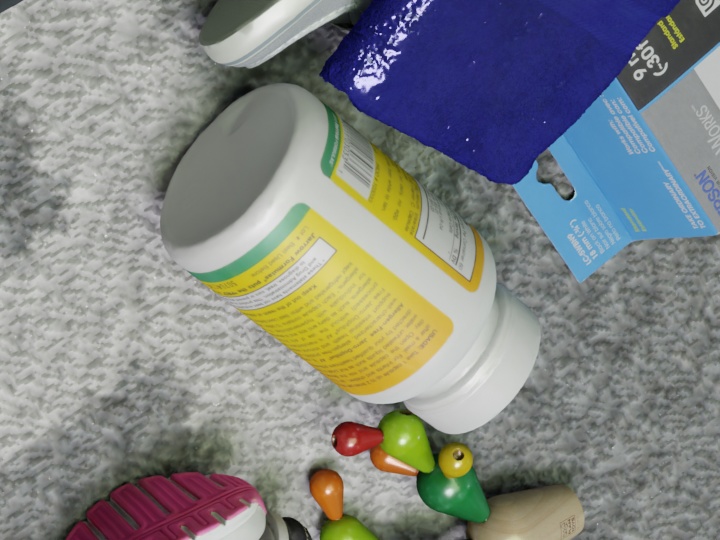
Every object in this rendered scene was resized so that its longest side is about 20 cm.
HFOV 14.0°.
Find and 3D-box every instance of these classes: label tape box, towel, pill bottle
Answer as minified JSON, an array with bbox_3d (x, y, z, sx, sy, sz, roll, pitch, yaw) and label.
[{"bbox_3d":[0.175,-0.098,1.630,0.200,0.063,0.144,-41,118,-8],"label":"label tape box"},{"bbox_3d":[0.087,-0.148,1.517,0.148,0.050,0.200,27,112,-36],"label":"towel"},{"bbox_3d":[0.000,0.000,1.553,0.200,0.113,0.113,38,89,-30],"label":"pill bottle"}]

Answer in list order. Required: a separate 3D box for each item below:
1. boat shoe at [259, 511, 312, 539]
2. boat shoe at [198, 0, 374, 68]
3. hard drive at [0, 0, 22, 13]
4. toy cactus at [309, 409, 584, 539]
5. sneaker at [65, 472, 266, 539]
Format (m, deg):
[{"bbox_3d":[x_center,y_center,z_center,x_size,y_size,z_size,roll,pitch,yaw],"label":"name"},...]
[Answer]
[{"bbox_3d":[-0.040,0.226,1.625,0.060,0.074,0.200,1,109,-15],"label":"boat shoe"},{"bbox_3d":[0.009,-0.159,1.530,0.201,0.070,0.072,-40,115,-11],"label":"boat shoe"},{"bbox_3d":[-0.148,-0.206,1.333,0.200,0.033,0.140,-37,113,-44],"label":"hard drive"},{"bbox_3d":[0.057,0.160,1.651,0.165,0.102,0.200,-20,105,-29],"label":"toy cactus"},{"bbox_3d":[-0.130,0.185,1.576,0.200,0.081,0.088,-34,119,-2],"label":"sneaker"}]
